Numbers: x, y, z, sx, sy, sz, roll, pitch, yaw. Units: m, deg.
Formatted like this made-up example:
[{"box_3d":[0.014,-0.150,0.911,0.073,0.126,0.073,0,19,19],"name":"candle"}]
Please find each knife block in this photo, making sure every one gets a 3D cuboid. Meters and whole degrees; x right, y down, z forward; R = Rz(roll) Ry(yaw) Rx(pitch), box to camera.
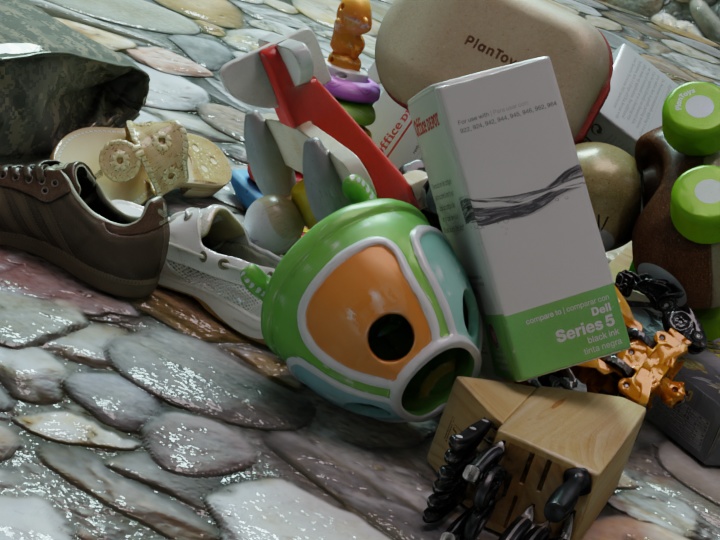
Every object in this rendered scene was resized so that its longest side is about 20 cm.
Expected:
[{"box_3d":[0.125,0.136,1.194,0.199,0.064,0.176,9,21,-29],"name":"knife block"}]

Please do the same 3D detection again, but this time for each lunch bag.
[{"box_3d":[-0.289,-0.158,1.556,0.164,0.118,0.199,29,25,30],"name":"lunch bag"}]

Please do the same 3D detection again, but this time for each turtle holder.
[{"box_3d":[0.014,0.042,1.283,0.141,0.186,0.132,-32,58,-20],"name":"turtle holder"}]

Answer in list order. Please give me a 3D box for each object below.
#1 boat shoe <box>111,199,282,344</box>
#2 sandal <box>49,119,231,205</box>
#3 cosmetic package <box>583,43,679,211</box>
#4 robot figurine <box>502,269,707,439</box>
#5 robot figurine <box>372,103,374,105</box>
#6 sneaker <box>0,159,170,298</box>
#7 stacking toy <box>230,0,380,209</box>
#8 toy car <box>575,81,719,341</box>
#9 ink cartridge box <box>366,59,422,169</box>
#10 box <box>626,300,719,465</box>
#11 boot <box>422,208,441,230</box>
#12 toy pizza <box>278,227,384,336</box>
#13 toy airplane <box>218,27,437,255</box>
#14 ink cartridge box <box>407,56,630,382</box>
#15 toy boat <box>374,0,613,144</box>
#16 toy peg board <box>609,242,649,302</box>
[{"box_3d":[-0.110,-0.017,1.394,0.199,0.070,0.071,27,23,28],"name":"boat shoe"},{"box_3d":[-0.159,-0.098,1.543,0.211,0.070,0.078,-7,65,-58],"name":"sandal"},{"box_3d":[0.269,-0.087,1.635,0.200,0.071,0.102,37,46,-7],"name":"cosmetic package"},{"box_3d":[0.155,0.042,1.423,0.200,0.058,0.145,36,65,13],"name":"robot figurine"},{"box_3d":[0.097,-0.105,1.791,0.199,0.151,0.125,25,-8,21],"name":"robot figurine"},{"box_3d":[-0.224,-0.051,1.370,0.199,0.076,0.070,22,18,9],"name":"sneaker"},{"box_3d":[-0.025,-0.137,1.619,0.109,0.201,0.116,9,16,-27],"name":"stacking toy"},{"box_3d":[0.190,-0.040,1.493,0.198,0.165,0.159,-3,55,6],"name":"toy car"},{"box_3d":[0.077,-0.097,1.690,0.200,0.115,0.068,35,-3,21],"name":"ink cartridge box"},{"box_3d":[0.273,0.086,1.518,0.158,0.049,0.200,7,21,-35],"name":"box"},{"box_3d":[0.082,-0.052,1.536,0.074,0.097,0.200,27,-2,16],"name":"boot"},{"box_3d":[0.000,0.000,1.500,0.199,0.032,0.200,17,18,-6],"name":"toy pizza"},{"box_3d":[-0.038,-0.077,1.414,0.199,0.141,0.200,43,-4,23],"name":"toy airplane"},{"box_3d":[0.104,-0.034,1.306,0.083,0.201,0.145,-16,2,-6],"name":"ink cartridge box"},{"box_3d":[0.110,-0.160,1.592,0.199,0.131,0.131,28,-10,17],"name":"toy boat"},{"box_3d":[0.341,-0.005,1.779,0.199,0.098,0.199,24,18,13],"name":"toy peg board"}]
